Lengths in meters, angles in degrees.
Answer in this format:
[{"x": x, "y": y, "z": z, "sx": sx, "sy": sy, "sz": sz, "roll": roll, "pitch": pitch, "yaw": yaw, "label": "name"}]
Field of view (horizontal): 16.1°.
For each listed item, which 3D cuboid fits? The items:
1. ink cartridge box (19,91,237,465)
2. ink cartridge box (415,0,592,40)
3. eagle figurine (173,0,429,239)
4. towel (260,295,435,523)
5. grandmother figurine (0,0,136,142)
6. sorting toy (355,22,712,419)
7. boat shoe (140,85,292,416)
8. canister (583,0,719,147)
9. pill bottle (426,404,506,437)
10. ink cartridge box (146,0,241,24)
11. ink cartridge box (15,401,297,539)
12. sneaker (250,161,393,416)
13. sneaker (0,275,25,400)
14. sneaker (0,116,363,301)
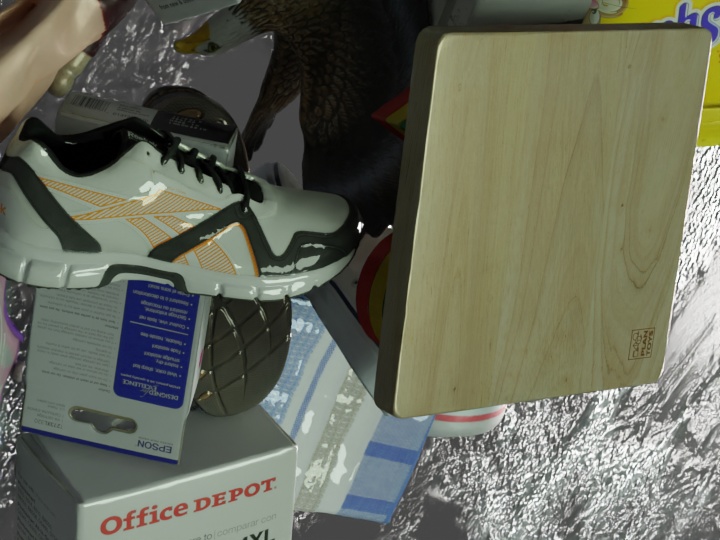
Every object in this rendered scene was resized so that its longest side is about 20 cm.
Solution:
[{"x": -0.128, "y": 0.006, "z": 1.385, "sx": 0.037, "sy": 0.094, "sz": 0.201, "roll": -72, "pitch": 174, "yaw": -64, "label": "ink cartridge box"}, {"x": 0.064, "y": -0.188, "z": 1.408, "sx": 0.082, "sy": 0.147, "sz": 0.200, "roll": -8, "pitch": 142, "yaw": -28, "label": "ink cartridge box"}, {"x": -0.030, "y": -0.137, "z": 1.408, "sx": 0.152, "sy": 0.150, "sz": 0.201, "roll": -71, "pitch": 146, "yaw": -46, "label": "eagle figurine"}, {"x": -0.038, "y": 0.080, "z": 1.555, "sx": 0.199, "sy": 0.024, "sz": 0.147, "roll": 13, "pitch": 108, "yaw": -32, "label": "towel"}, {"x": -0.146, "y": -0.137, "z": 1.307, "sx": 0.200, "sy": 0.061, "sz": 0.121, "roll": -49, "pitch": -178, "yaw": -30, "label": "grandmother figurine"}, {"x": 0.082, "y": -0.036, "z": 1.359, "sx": 0.198, "sy": 0.069, "sz": 0.201, "roll": -5, "pitch": 109, "yaw": -39, "label": "sorting toy"}, {"x": -0.085, "y": -0.015, "z": 1.440, "sx": 0.074, "sy": 0.073, "sz": 0.201, "roll": -11, "pitch": 116, "yaw": -10, "label": "boat shoe"}, {"x": 0.177, "y": -0.177, "z": 1.454, "sx": 0.148, "sy": 0.087, "sz": 0.201, "roll": -3, "pitch": 122, "yaw": -9, "label": "canister"}, {"x": 0.059, "y": -0.002, "z": 1.640, "sx": 0.109, "sy": 0.108, "sz": 0.201, "roll": -14, "pitch": 122, "yaw": -50, "label": "pill bottle"}, {"x": -0.085, "y": -0.244, "z": 1.219, "sx": 0.146, "sy": 0.084, "sz": 0.200, "roll": -44, "pitch": 110, "yaw": -29, "label": "ink cartridge box"}, {"x": -0.122, "y": 0.180, "z": 1.494, "sx": 0.145, "sy": 0.084, "sz": 0.201, "roll": -14, "pitch": 125, "yaw": -28, "label": "ink cartridge box"}, {"x": 0.000, "y": 0.000, "z": 1.472, "sx": 0.071, "sy": 0.200, "sz": 0.073, "roll": -34, "pitch": 142, "yaw": -1, "label": "sneaker"}, {"x": -0.214, "y": 0.063, "z": 1.331, "sx": 0.088, "sy": 0.080, "sz": 0.201, "roll": -36, "pitch": 137, "yaw": -48, "label": "sneaker"}, {"x": -0.091, "y": -0.034, "z": 1.292, "sx": 0.199, "sy": 0.074, "sz": 0.080, "roll": 1, "pitch": 116, "yaw": -19, "label": "sneaker"}]
